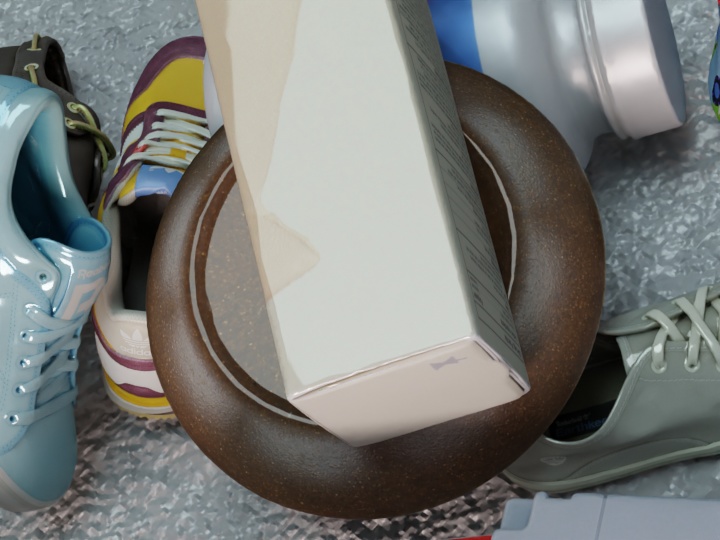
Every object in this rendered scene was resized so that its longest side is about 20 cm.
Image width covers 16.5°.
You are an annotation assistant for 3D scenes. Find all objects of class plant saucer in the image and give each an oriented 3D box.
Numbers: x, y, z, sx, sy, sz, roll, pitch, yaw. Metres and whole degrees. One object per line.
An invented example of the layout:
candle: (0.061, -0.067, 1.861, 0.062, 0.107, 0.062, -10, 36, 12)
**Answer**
plant saucer: (0.000, 0.000, 1.017, 0.199, 0.037, 0.202, -4, 74, 14)

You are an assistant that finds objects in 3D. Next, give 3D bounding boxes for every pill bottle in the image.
pill bottle: (0.039, -0.082, 1.109, 0.199, 0.112, 0.113, -14, 52, 15)

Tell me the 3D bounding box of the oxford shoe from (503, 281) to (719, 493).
oxford shoe: (0.143, 0.035, 1.013, 0.199, 0.058, 0.075, -20, 49, 9)

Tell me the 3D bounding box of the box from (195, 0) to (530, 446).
box: (-0.002, -0.043, 0.962, 0.077, 0.095, 0.201, -18, 69, 11)

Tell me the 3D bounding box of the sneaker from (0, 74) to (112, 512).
sneaker: (-0.144, 0.013, 1.065, 0.082, 0.201, 0.074, 1, 23, 33)

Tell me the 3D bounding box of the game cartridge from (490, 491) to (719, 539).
game cartridge: (0.131, 0.143, 0.846, 0.199, 0.042, 0.134, 1, 60, 24)

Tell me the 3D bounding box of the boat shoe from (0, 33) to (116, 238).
boat shoe: (-0.153, -0.062, 1.189, 0.059, 0.072, 0.200, -27, 28, -4)

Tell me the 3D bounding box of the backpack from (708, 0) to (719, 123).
backpack: (0.230, -0.140, 1.050, 0.182, 0.135, 0.201, 21, 70, 35)

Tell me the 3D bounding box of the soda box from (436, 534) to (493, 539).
soda box: (0.013, 0.143, 0.923, 0.199, 0.063, 0.070, -3, 64, -19)

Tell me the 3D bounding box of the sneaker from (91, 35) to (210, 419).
sneaker: (-0.081, -0.037, 1.135, 0.074, 0.090, 0.201, 3, 60, 0)
